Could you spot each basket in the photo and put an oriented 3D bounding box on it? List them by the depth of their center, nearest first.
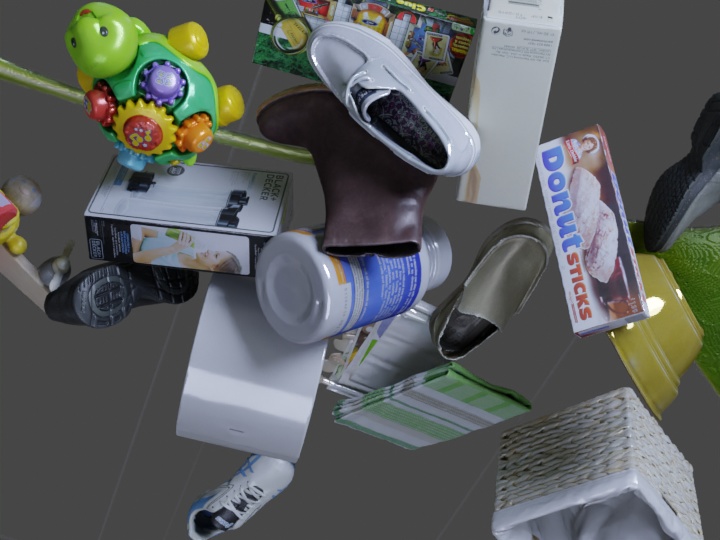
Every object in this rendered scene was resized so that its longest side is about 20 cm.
[{"bbox_3d":[0.287,0.279,1.432,0.199,0.161,0.198,-26,122,27],"label":"basket"}]

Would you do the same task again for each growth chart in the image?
[{"bbox_3d":[0.040,0.101,1.409,0.144,0.018,0.200,29,129,-15],"label":"growth chart"}]

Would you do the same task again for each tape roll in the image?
[{"bbox_3d":[-0.115,0.099,1.310,0.138,0.203,0.203,14,131,-3],"label":"tape roll"}]

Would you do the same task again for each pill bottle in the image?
[{"bbox_3d":[0.000,0.000,1.205,0.112,0.199,0.113,14,110,42],"label":"pill bottle"}]

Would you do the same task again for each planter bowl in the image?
[{"bbox_3d":[0.296,0.046,1.217,0.083,0.201,0.201,-29,122,12],"label":"planter bowl"}]

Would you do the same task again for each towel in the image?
[{"bbox_3d":[0.083,0.161,1.408,0.149,0.031,0.199,25,143,-36],"label":"towel"}]

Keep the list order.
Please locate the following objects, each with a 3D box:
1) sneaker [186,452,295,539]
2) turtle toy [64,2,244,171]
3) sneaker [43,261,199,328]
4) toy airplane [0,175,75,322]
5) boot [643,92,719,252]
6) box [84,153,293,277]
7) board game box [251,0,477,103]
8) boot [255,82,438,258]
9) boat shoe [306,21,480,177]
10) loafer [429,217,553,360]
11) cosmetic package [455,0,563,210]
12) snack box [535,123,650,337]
[{"bbox_3d":[-0.159,0.306,1.581,0.072,0.073,0.200,38,124,-21],"label":"sneaker"},{"bbox_3d":[-0.213,-0.176,1.150,0.145,0.101,0.201,-15,127,20],"label":"turtle toy"},{"bbox_3d":[-0.257,0.012,1.283,0.090,0.200,0.076,-6,97,36],"label":"sneaker"},{"bbox_3d":[-0.404,-0.044,1.289,0.199,0.141,0.200,26,154,38],"label":"toy airplane"},{"bbox_3d":[0.374,-0.080,1.174,0.130,0.068,0.201,13,133,-11],"label":"boot"},{"bbox_3d":[-0.175,-0.058,1.240,0.199,0.117,0.060,7,129,4],"label":"box"},{"bbox_3d":[0.002,-0.220,1.135,0.199,0.024,0.105,14,134,-4],"label":"board game box"},{"bbox_3d":[-0.023,-0.095,1.137,0.199,0.167,0.072,3,151,17],"label":"boot"},{"bbox_3d":[0.019,-0.154,1.075,0.200,0.068,0.072,48,117,11],"label":"boat shoe"},{"bbox_3d":[0.144,0.029,1.290,0.075,0.068,0.200,25,123,-14],"label":"loafer"},{"bbox_3d":[0.138,-0.167,1.106,0.071,0.106,0.201,8,130,3],"label":"cosmetic package"},{"bbox_3d":[0.222,-0.040,1.149,0.072,0.201,0.024,-19,155,24],"label":"snack box"}]
